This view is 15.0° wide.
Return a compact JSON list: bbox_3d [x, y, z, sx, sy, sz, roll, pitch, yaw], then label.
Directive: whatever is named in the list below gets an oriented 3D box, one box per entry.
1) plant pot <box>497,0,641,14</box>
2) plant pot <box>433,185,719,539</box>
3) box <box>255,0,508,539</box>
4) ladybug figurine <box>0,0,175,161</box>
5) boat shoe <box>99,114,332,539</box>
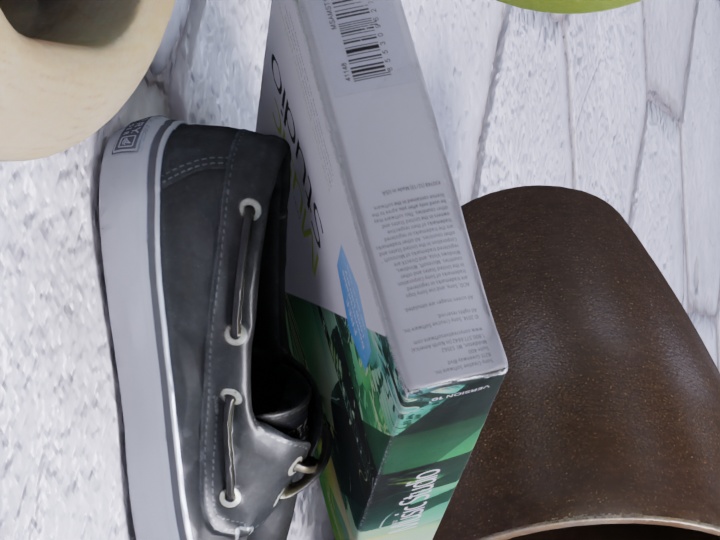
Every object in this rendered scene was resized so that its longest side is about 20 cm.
[{"bbox_3d":[0.040,-0.202,0.980,0.200,0.187,0.188,11,80,-59],"label":"plant pot"},{"bbox_3d":[0.079,0.070,1.140,0.187,0.186,0.201,70,11,-52],"label":"plant pot"},{"bbox_3d":[0.000,0.000,0.866,0.200,0.036,0.145,100,-24,-69],"label":"box"},{"bbox_3d":[-0.096,-0.093,0.632,0.200,0.072,0.136,7,85,-74],"label":"ladybug figurine"},{"bbox_3d":[-0.041,0.046,0.874,0.069,0.056,0.201,-63,150,-58],"label":"boat shoe"}]
